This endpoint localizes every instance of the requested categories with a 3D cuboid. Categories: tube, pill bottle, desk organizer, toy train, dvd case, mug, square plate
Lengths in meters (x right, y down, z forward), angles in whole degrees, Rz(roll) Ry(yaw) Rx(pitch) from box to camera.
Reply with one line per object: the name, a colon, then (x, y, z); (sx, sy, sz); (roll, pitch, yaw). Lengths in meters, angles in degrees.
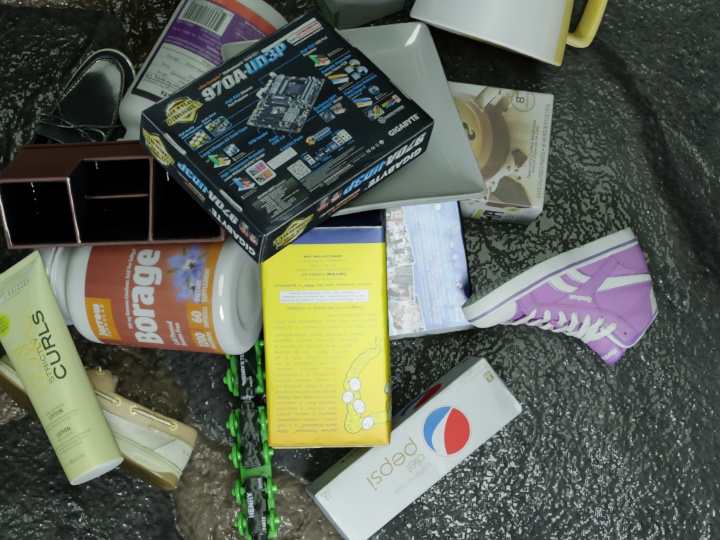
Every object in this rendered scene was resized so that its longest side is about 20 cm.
tube: (-0.272, 0.088, 1.378); (0.058, 0.052, 0.200); (-22, 78, -21)
pill bottle: (-0.155, -0.161, 1.463); (0.111, 0.111, 0.200); (29, 81, 2)
desk organizer: (-0.209, -0.067, 1.372); (0.199, 0.077, 0.072); (-2, 115, 9)
toy train: (-0.099, 0.150, 1.441); (0.042, 0.056, 0.201); (-6, 80, 4)
pill bottle: (-0.192, 0.014, 1.415); (0.199, 0.112, 0.113); (3, 80, 17)
dvd case: (0.000, 0.000, 1.450); (0.199, 0.018, 0.143); (-8, 108, 3)
mug: (0.145, -0.285, 1.477); (0.149, 0.186, 0.154); (20, 98, 19)
square plate: (-0.009, -0.129, 1.396); (0.197, 0.028, 0.200); (-9, 59, -15)

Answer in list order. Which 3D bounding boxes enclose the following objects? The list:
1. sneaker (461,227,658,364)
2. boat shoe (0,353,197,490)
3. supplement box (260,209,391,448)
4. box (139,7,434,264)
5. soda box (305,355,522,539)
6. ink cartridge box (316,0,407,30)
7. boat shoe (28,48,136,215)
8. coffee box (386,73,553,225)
sneaker: (0.193, 0.040, 1.448); (0.200, 0.073, 0.115); (-19, 88, -25)
boat shoe: (-0.241, 0.125, 1.437); (0.200, 0.074, 0.066); (32, 68, 1)
supplement box: (-0.028, 0.045, 1.396); (0.109, 0.109, 0.201); (-1, 107, 2)
box: (-0.061, -0.118, 1.335); (0.200, 0.046, 0.159); (-36, 70, -27)
soda box: (0.049, 0.163, 1.437); (0.200, 0.068, 0.064); (-39, 94, -8)
ink cartridge box: (-0.026, -0.343, 1.483); (0.087, 0.145, 0.201); (-20, 83, -5)
boat shoe: (-0.270, -0.121, 1.476); (0.074, 0.062, 0.200); (28, 79, 4)
coffee box: (0.073, -0.115, 1.483); (0.199, 0.080, 0.113); (7, 80, -2)
